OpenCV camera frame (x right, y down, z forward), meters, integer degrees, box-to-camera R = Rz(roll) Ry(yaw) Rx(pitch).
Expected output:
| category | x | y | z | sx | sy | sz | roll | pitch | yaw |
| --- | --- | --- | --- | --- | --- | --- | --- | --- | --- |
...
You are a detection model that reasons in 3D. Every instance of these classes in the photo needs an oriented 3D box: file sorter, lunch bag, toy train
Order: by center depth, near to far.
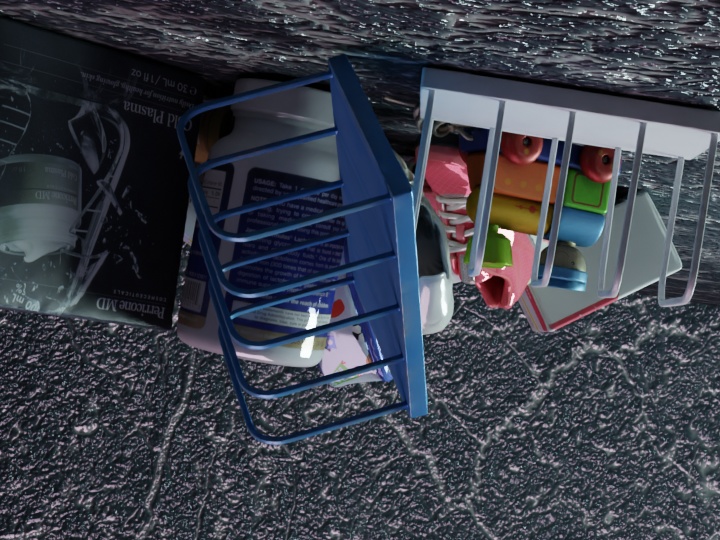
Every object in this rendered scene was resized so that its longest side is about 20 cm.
| category | x | y | z | sx | sy | sz | roll | pitch | yaw |
| --- | --- | --- | --- | --- | --- | --- | --- | --- | --- |
| file sorter | -0.037 | -0.006 | 1.002 | 0.121 | 0.202 | 0.140 | -15 | -135 | -10 |
| file sorter | 0.130 | -0.050 | 1.045 | 0.197 | 0.126 | 0.139 | 8 | 178 | 2 |
| toy train | 0.096 | -0.054 | 1.164 | 0.198 | 0.117 | 0.084 | 10 | 177 | -24 |
| lunch bag | 0.000 | 0.000 | 1.353 | 0.075 | 0.162 | 0.201 | -10 | -153 | 17 |

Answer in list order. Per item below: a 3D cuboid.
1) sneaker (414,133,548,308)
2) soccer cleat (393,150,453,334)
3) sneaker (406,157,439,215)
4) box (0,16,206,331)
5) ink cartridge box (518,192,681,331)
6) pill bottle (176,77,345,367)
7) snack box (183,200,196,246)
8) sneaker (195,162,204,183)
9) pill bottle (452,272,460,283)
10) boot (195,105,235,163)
| category | x | y | z | sx | sy | sz | roll | pitch | yaw |
| --- | --- | --- | --- | --- | --- | --- | --- | --- | --- |
| sneaker | 0.100 | -0.037 | 1.280 | 0.073 | 0.088 | 0.200 | 6 | 153 | 34 |
| soccer cleat | 0.029 | -0.042 | 1.181 | 0.068 | 0.201 | 0.078 | -9 | 142 | -16 |
| sneaker | 0.062 | -0.083 | 1.423 | 0.086 | 0.075 | 0.199 | 23 | 163 | -37 |
| box | -0.236 | -0.067 | 1.153 | 0.123 | 0.199 | 0.199 | 7 | 178 | 44 |
| ink cartridge box | 0.227 | -0.004 | 1.561 | 0.144 | 0.084 | 0.200 | -27 | 177 | 0 |
| pill bottle | -0.066 | -0.036 | 1.168 | 0.114 | 0.203 | 0.116 | 11 | -179 | 0 |
| snack box | -0.203 | -0.079 | 1.606 | 0.199 | 0.053 | 0.142 | 36 | 174 | -4 |
| sneaker | -0.095 | -0.072 | 1.420 | 0.200 | 0.083 | 0.077 | 50 | -163 | -12 |
| pill bottle | 0.074 | -0.042 | 1.653 | 0.108 | 0.111 | 0.199 | 10 | 178 | -28 |
| boot | -0.129 | -0.117 | 1.317 | 0.198 | 0.067 | 0.174 | 11 | 176 | 42 |
